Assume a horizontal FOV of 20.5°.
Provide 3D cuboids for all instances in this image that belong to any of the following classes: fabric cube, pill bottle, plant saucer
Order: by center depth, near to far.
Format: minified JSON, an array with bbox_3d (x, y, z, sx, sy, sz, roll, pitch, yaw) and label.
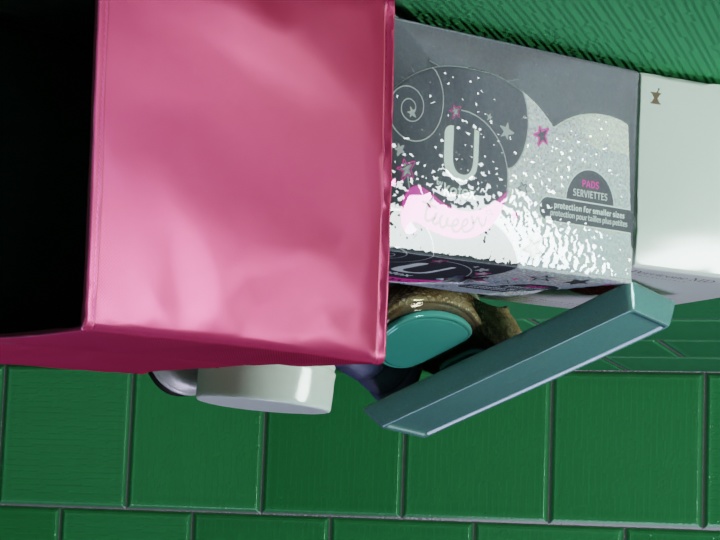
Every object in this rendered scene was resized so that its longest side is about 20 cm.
[{"bbox_3d":[-0.121,-0.052,1.005,0.200,0.197,0.199,-6,171,42],"label":"fabric cube"},{"bbox_3d":[-0.048,-0.017,1.203,0.111,0.201,0.111,5,171,1],"label":"pill bottle"},{"bbox_3d":[0.100,0.060,1.254,0.200,0.019,0.070,-26,156,25],"label":"plant saucer"}]

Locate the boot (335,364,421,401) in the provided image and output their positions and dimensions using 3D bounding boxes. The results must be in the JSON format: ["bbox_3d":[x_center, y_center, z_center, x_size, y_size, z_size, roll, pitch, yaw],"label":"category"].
[{"bbox_3d":[0.000,0.000,1.341,0.073,0.200,0.090,-29,125,28],"label":"boot"}]

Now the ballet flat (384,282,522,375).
[{"bbox_3d":[0.047,0.031,1.257,0.070,0.065,0.200,-26,156,15],"label":"ballet flat"}]

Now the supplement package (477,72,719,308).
[{"bbox_3d":[0.171,-0.043,1.268,0.121,0.120,0.200,7,171,-24],"label":"supplement package"}]

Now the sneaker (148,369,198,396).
[{"bbox_3d":[-0.114,0.026,1.312,0.073,0.200,0.112,33,132,-17],"label":"sneaker"}]

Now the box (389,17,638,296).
[{"bbox_3d":[0.051,-0.059,1.133,0.200,0.133,0.115,7,172,-37],"label":"box"}]
